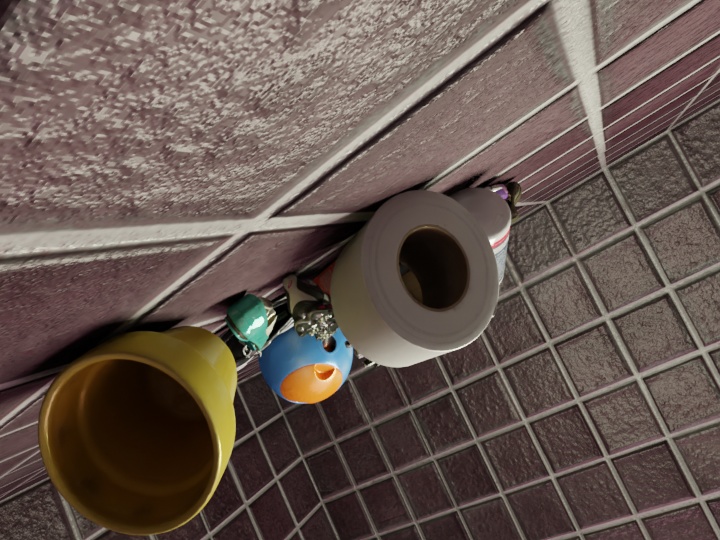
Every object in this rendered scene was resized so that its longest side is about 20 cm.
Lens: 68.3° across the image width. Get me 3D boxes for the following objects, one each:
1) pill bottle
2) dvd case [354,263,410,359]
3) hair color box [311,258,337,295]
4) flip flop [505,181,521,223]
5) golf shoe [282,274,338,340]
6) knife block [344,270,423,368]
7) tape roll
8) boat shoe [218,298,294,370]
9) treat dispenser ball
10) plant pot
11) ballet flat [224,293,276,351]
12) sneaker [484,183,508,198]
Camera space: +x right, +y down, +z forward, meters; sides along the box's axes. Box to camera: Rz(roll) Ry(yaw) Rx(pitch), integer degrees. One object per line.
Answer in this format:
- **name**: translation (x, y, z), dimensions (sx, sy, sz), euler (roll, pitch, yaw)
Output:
- **pill bottle**: translation (0.195, -0.028, 0.923), dimensions (0.116, 0.121, 0.204), euler (-26, 140, -13)
- **dvd case**: translation (0.062, 0.049, 0.894), dimensions (0.140, 0.017, 0.205), euler (-23, 141, -39)
- **hair color box**: translation (0.000, 0.000, 0.922), dimensions (0.109, 0.066, 0.199), euler (-23, 170, -38)
- **flip flop**: translation (0.279, -0.134, 1.066), dimensions (0.080, 0.058, 0.202), euler (-24, -159, 38)
- **golf shoe**: translation (-0.065, 0.058, 0.861), dimensions (0.076, 0.090, 0.200), euler (-33, 164, 3)
- **knife block**: translation (0.063, 0.055, 0.815), dimensions (0.203, 0.064, 0.174), euler (-55, 152, 9)
- **tape roll**: translation (0.068, 0.016, 0.714), dimensions (0.198, 0.208, 0.139), euler (-24, 173, -26)
- **boat shoe**: translation (-0.190, 0.116, 0.937), dimensions (0.195, 0.075, 0.068), euler (-29, 175, -10)
- **treat dispenser ball**: translation (-0.111, 0.164, 1.080), dimensions (0.196, 0.206, 0.201), euler (-27, 174, -3)
- **plant pot**: translation (-0.230, 0.157, 0.626), dimensions (0.196, 0.206, 0.189), euler (-28, -170, 9)
- **ballet flat**: translation (-0.159, 0.079, 0.810), dimensions (0.070, 0.068, 0.200), euler (-36, 174, -13)
- **sneaker**: translation (0.200, -0.087, 1.012), dimensions (0.197, 0.091, 0.080), euler (-33, 171, 25)
